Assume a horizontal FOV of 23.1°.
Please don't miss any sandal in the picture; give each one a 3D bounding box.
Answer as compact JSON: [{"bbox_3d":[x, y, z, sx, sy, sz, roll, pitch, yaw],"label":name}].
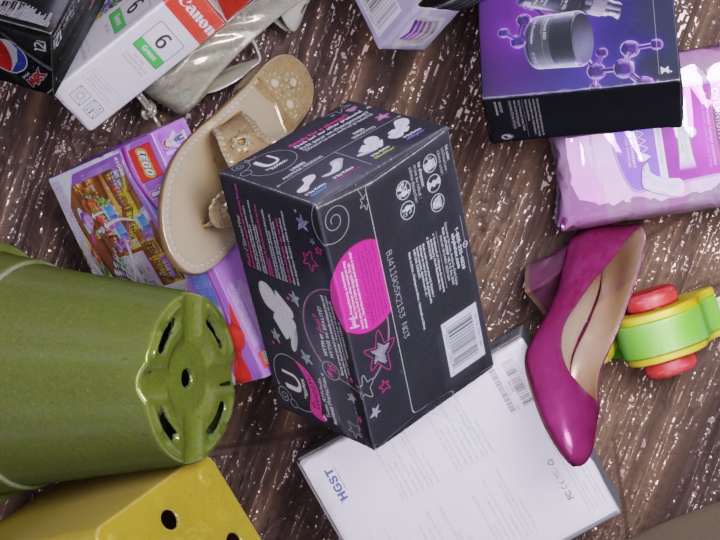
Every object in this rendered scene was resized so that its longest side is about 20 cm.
[{"bbox_3d":[-0.076,-0.091,1.292,0.069,0.212,0.078,-18,124,43],"label":"sandal"}]

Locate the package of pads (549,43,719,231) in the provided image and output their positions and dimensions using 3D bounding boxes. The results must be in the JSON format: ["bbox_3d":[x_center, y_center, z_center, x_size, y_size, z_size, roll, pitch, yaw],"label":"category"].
[{"bbox_3d":[0.235,-0.102,1.318,0.199,0.076,0.121,-9,96,7],"label":"package of pads"}]

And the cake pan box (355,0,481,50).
[{"bbox_3d":[0.043,-0.282,1.248,0.184,0.052,0.201,-47,59,41],"label":"cake pan box"}]

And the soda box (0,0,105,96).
[{"bbox_3d":[-0.218,-0.227,1.303,0.063,0.071,0.201,17,54,5],"label":"soda box"}]

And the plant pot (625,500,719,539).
[{"bbox_3d":[0.275,0.275,1.298,0.177,0.200,0.200,-36,91,-3],"label":"plant pot"}]

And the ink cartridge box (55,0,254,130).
[{"bbox_3d":[-0.149,-0.203,1.330,0.200,0.109,0.050,-38,123,8],"label":"ink cartridge box"}]

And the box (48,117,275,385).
[{"bbox_3d":[-0.145,-0.002,1.343,0.137,0.039,0.201,-17,101,45],"label":"box"}]

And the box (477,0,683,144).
[{"bbox_3d":[0.156,-0.202,1.274,0.140,0.079,0.201,-4,68,7],"label":"box"}]

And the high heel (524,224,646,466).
[{"bbox_3d":[0.172,0.048,1.286,0.096,0.201,0.067,-25,136,23],"label":"high heel"}]

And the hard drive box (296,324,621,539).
[{"bbox_3d":[0.076,0.159,1.359,0.199,0.077,0.156,-29,91,8],"label":"hard drive box"}]

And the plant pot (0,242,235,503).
[{"bbox_3d":[-0.199,0.078,1.293,0.189,0.200,0.201,0,96,27],"label":"plant pot"}]

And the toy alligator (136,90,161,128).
[{"bbox_3d":[-0.134,-0.052,1.371,0.054,0.059,0.200,-37,90,8],"label":"toy alligator"}]

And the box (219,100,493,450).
[{"bbox_3d":[0.000,0.000,1.263,0.132,0.114,0.201,-32,124,-31],"label":"box"}]

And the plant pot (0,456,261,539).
[{"bbox_3d":[-0.170,0.246,1.301,0.176,0.200,0.201,-29,92,39],"label":"plant pot"}]

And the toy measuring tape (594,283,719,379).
[{"bbox_3d":[0.264,0.035,1.330,0.199,0.074,0.074,-17,93,8],"label":"toy measuring tape"}]

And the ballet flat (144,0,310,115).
[{"bbox_3d":[-0.084,-0.196,1.359,0.200,0.068,0.062,-37,123,8],"label":"ballet flat"}]
